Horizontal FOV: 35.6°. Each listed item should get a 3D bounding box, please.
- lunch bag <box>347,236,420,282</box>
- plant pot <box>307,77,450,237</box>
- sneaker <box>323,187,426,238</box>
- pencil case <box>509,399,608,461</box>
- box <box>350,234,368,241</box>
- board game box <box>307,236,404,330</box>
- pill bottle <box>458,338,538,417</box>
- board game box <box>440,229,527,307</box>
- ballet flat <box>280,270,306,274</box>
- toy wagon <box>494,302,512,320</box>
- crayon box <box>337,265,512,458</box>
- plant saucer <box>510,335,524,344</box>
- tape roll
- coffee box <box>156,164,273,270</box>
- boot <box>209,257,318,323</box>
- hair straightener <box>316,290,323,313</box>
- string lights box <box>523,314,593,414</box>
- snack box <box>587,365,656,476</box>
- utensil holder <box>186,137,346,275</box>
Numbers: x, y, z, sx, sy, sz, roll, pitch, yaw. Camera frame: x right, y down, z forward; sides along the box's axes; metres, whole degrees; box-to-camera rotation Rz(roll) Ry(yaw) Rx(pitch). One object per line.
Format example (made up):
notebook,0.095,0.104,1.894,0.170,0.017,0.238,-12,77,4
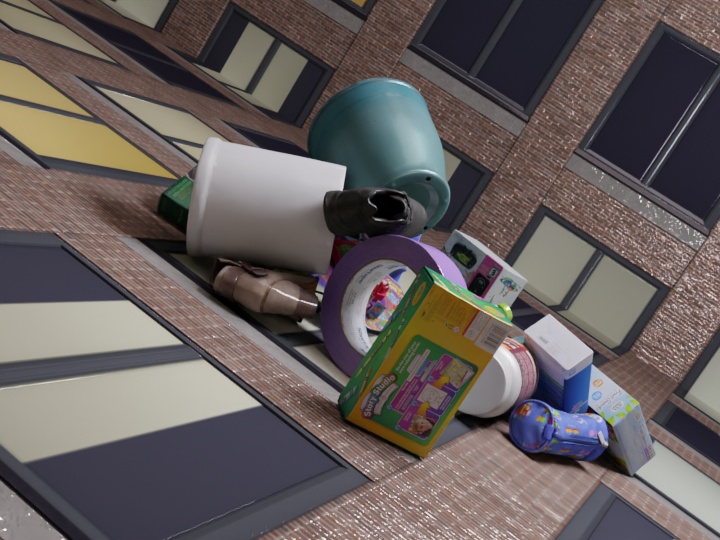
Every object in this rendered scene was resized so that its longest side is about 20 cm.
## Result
lunch bag,0.036,-0.027,1.906,0.094,0.151,0.200,28,0,-21
plant pot,0.040,-0.152,1.684,0.200,0.200,0.188,23,31,-40
sneaker,0.039,-0.075,1.518,0.090,0.076,0.200,-11,-6,36
pencil case,0.310,0.249,1.726,0.087,0.078,0.200,11,-5,41
box,-0.011,-0.124,1.831,0.160,0.044,0.200,21,31,8
board game box,0.000,0.000,1.678,0.200,0.039,0.158,42,30,2
pill bottle,0.197,0.162,1.700,0.114,0.114,0.200,35,10,17
board game box,0.160,0.056,1.841,0.064,0.200,0.148,23,13,-38
ballet flat,-0.047,-0.003,1.752,0.199,0.067,0.067,20,30,27
toy wagon,0.153,0.090,1.673,0.040,0.155,0.200,61,-27,11
crayon box,0.075,0.111,1.338,0.118,0.200,0.058,29,12,-19
plant saucer,0.254,0.135,1.921,0.200,0.199,0.028,-7,84,-74
tape roll,0.045,0.056,1.505,0.200,0.201,0.066,39,11,32
coffee box,-0.195,-0.080,1.720,0.200,0.044,0.123,34,43,8
boot,-0.134,0.020,1.543,0.146,0.071,0.200,19,1,-8
hair straightener,-0.018,0.065,1.771,0.077,0.041,0.200,22,7,39
string lights box,0.317,0.176,1.822,0.103,0.059,0.200,45,-23,35
snack box,0.404,0.235,1.930,0.200,0.068,0.169,44,-11,43
utensil holder,-0.130,-0.088,1.578,0.199,0.171,0.170,9,12,-2
